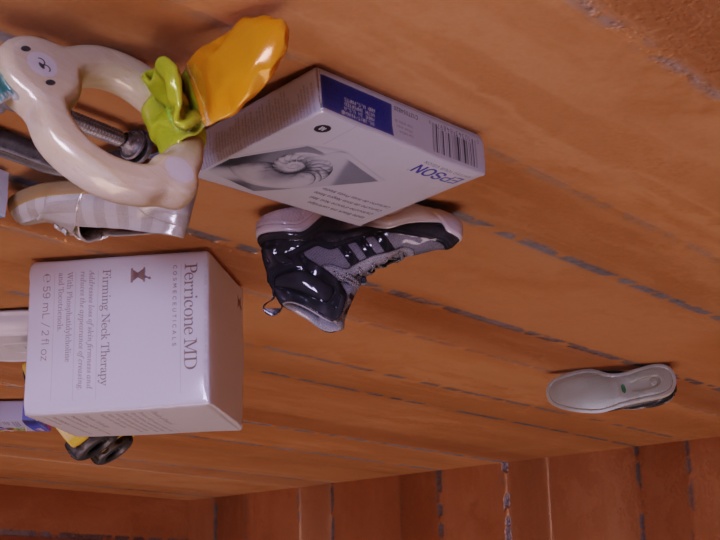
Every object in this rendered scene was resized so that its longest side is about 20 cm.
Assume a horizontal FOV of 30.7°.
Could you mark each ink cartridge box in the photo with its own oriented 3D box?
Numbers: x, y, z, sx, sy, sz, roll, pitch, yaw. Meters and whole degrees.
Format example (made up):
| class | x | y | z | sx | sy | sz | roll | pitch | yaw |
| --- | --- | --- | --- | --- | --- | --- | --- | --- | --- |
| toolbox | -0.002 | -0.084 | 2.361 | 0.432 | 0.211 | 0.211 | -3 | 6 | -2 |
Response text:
| class | x | y | z | sx | sy | sz | roll | pitch | yaw |
| --- | --- | --- | --- | --- | --- | --- | --- | --- | --- |
| ink cartridge box | -0.600 | 0.247 | 2.212 | 0.198 | 0.042 | 0.119 | -2 | 165 | -3 |
| ink cartridge box | -0.036 | -0.083 | 1.055 | 0.199 | 0.041 | 0.199 | -20 | 156 | 40 |

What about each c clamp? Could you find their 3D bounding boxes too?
| class | x | y | z | sx | sy | sz | roll | pitch | yaw |
| --- | --- | --- | --- | --- | --- | --- | --- | --- | --- |
| c clamp | -0.236 | -0.108 | 1.001 | 0.170 | 0.027 | 0.200 | -11 | 161 | 30 |

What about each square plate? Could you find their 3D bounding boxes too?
| class | x | y | z | sx | sy | sz | roll | pitch | yaw |
| --- | --- | --- | --- | --- | --- | --- | --- | --- | --- |
| square plate | -0.422 | 0.086 | 1.674 | 0.196 | 0.029 | 0.200 | -3 | 165 | 7 |

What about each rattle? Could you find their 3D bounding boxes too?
| class | x | y | z | sx | sy | sz | roll | pitch | yaw |
| --- | --- | --- | --- | --- | --- | --- | --- | --- | --- |
| rattle | -0.169 | -0.129 | 0.827 | 0.199 | 0.131 | 0.143 | 28 | 147 | -24 |

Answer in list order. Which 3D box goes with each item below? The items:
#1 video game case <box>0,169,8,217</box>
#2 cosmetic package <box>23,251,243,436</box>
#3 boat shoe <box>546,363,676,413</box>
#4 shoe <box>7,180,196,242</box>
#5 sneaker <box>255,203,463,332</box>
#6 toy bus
| class | x | y | z | sx | sy | sz | roll | pitch | yaw |
| --- | --- | --- | --- | --- | --- | --- | --- | --- | --- |
| video game case | -0.426 | -0.073 | 1.076 | 0.199 | 0.046 | 0.181 | -8 | 164 | 23 |
| cosmetic package | -0.240 | 0.085 | 1.425 | 0.198 | 0.169 | 0.166 | -4 | 164 | 7 |
| boat shoe | 0.389 | 0.190 | 2.033 | 0.198 | 0.072 | 0.068 | -7 | 160 | 11 |
| shoe | -0.225 | -0.049 | 1.121 | 0.199 | 0.054 | 0.070 | -4 | 177 | 31 |
| sneaker | 0.000 | 0.000 | 1.242 | 0.198 | 0.115 | 0.076 | -1 | 165 | 0 |
| toy bus | -0.304 | 0.135 | 1.654 | 0.192 | 0.136 | 0.200 | -37 | 166 | -4 |
